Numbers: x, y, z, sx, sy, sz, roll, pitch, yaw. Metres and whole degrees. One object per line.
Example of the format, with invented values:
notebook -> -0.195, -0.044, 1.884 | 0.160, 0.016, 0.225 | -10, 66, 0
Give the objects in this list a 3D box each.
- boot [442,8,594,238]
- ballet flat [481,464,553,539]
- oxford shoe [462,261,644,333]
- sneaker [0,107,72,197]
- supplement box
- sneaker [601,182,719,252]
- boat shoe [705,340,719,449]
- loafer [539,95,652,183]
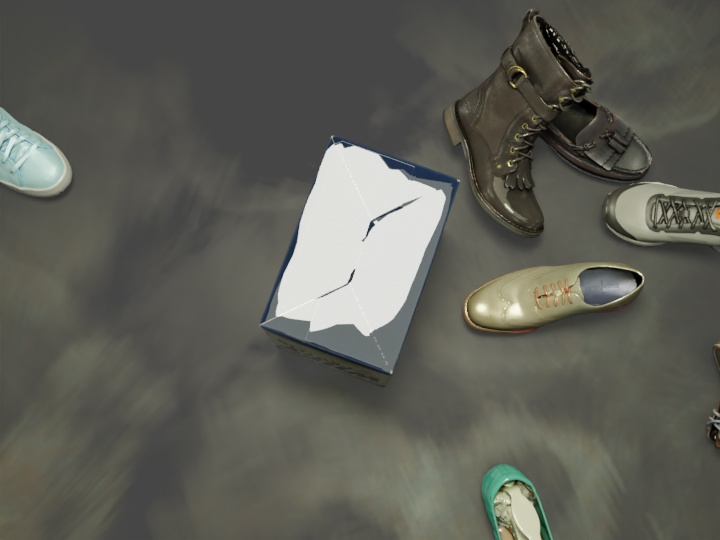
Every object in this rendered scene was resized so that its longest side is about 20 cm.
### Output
boot -> 0.183, -0.153, 1.044 | 0.069, 0.174, 0.201 | -19, 76, -45
ballet flat -> 0.177, 0.302, 1.017 | 0.067, 0.070, 0.201 | -19, 81, -4
oxford shoe -> 0.211, 0.022, 1.063 | 0.199, 0.074, 0.071 | -13, 80, -2
sneaker -> -0.417, -0.152, 1.088 | 0.200, 0.082, 0.074 | 32, 82, 5
supplement box -> 0.000, 0.000, 1.002 | 0.134, 0.200, 0.201 | 20, 81, 3
sneaker -> 0.368, -0.061, 1.076 | 0.199, 0.079, 0.074 | 8, 82, 3
boat shoe -> 0.413, 0.169, 1.039 | 0.072, 0.072, 0.201 | -19, 81, -2
loafer -> 0.242, -0.165, 1.101 | 0.200, 0.063, 0.072 | 32, 81, 5
